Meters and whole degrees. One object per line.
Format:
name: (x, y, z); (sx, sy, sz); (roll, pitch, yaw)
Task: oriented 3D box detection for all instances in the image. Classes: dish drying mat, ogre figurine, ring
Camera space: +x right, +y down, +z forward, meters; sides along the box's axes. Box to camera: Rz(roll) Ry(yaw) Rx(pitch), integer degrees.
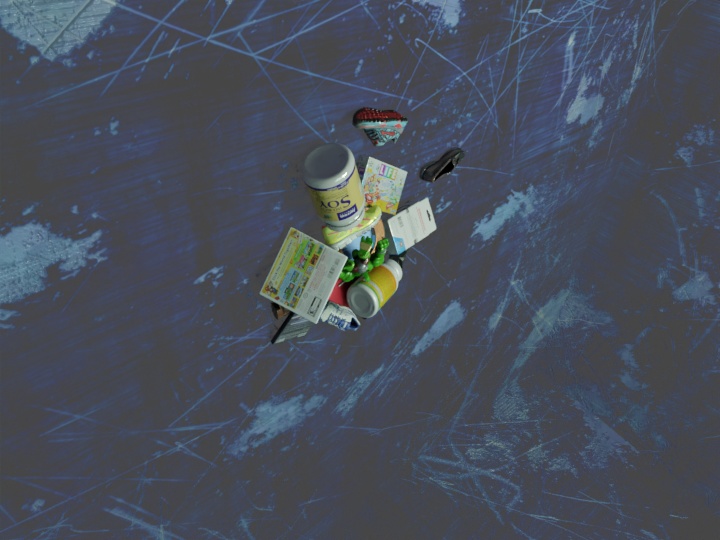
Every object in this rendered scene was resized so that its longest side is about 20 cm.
dish drying mat: (-0.033, 0.076, 1.717); (0.198, 0.018, 0.079); (25, 83, -50)
ogre figurine: (-0.006, -0.022, 1.592); (0.200, 0.098, 0.120); (-44, 157, -5)
ring: (-0.008, -0.090, 1.658); (0.197, 0.019, 0.206); (-12, 110, -34)

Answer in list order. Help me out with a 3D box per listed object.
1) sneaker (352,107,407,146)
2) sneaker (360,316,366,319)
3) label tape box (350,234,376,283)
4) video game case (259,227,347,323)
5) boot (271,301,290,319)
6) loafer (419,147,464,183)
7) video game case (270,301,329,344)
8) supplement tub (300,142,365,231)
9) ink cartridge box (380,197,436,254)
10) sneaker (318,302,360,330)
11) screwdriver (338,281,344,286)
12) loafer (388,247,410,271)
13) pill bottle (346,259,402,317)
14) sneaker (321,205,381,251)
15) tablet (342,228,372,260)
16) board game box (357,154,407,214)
sneaker: (0.050, -0.379, 1.503); (0.197, 0.079, 0.097); (-10, 132, -44)
sneaker: (0.025, 0.081, 1.923); (0.090, 0.066, 0.202); (-38, 148, -23)
label tape box: (-0.018, -0.022, 1.759); (0.142, 0.062, 0.206); (5, 101, -51)
video game case: (-0.156, 0.013, 1.521); (0.204, 0.179, 0.023); (-64, 180, -1)
boot: (-0.173, 0.042, 1.646); (0.197, 0.065, 0.188); (-27, 153, -26)
loafer: (0.280, -0.339, 1.826); (0.198, 0.063, 0.073); (-32, 142, -27)
video game case: (-0.182, 0.150, 1.725); (0.141, 0.019, 0.201); (-10, 144, -49)
supplement tub: (-0.066, -0.214, 1.458); (0.145, 0.145, 0.202); (-40, 145, -14)
ink cartridge box: (0.149, -0.146, 1.798); (0.198, 0.067, 0.119); (-31, 111, -34)
sneaker: (-0.072, 0.156, 1.854); (0.198, 0.088, 0.076); (12, 115, -52)
screwdriver: (0.000, 0.000, 1.708); (0.200, 0.029, 0.028); (-44, 171, -38)
loafer: (0.132, -0.077, 1.911); (0.072, 0.071, 0.205); (-72, 180, -72)
pill bottle: (0.050, 0.048, 1.715); (0.200, 0.109, 0.113); (-42, 151, -46)
sneaker: (-0.026, -0.138, 1.567); (0.198, 0.078, 0.092); (-36, 105, -18)
tablet: (-0.016, -0.121, 1.662); (0.128, 0.014, 0.206); (-14, 112, -34)
board game box: (0.055, -0.249, 1.640); (0.198, 0.034, 0.138); (6, 102, -52)
